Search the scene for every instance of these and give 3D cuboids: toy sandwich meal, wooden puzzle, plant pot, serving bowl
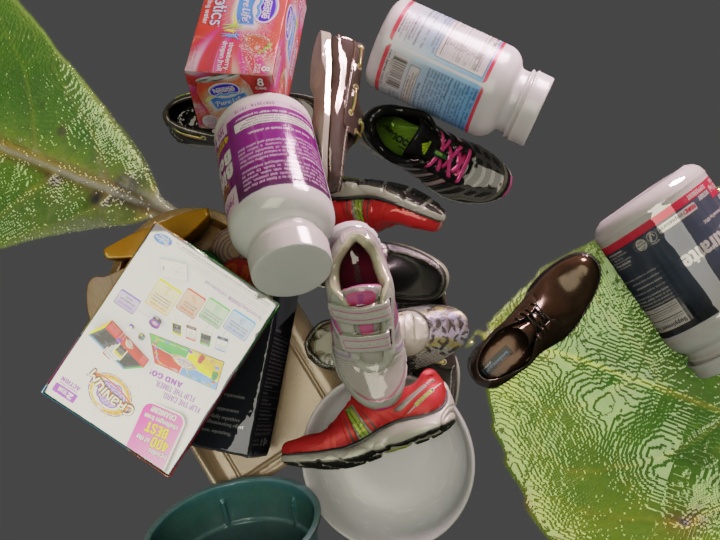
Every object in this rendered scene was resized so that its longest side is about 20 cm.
[{"bbox_3d":[-0.192,0.024,1.035,0.202,0.070,0.208,-1,81,6],"label":"toy sandwich meal"},{"bbox_3d":[-0.125,0.146,1.180,0.199,0.037,0.186,-33,86,0],"label":"wooden puzzle"},{"bbox_3d":[-0.123,0.368,1.089,0.197,0.201,0.199,-8,108,6],"label":"plant pot"},{"bbox_3d":[0.035,0.211,1.123,0.197,0.066,0.203,1,95,11],"label":"serving bowl"}]

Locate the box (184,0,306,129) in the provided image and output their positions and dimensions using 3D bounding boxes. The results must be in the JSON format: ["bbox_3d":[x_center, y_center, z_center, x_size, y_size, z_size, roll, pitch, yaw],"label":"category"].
[{"bbox_3d":[-0.125,-0.263,1.111,0.098,0.096,0.202,5,58,5],"label":"box"}]

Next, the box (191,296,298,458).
[{"bbox_3d":[-0.165,0.097,1.111,0.146,0.107,0.203,10,83,8],"label":"box"}]

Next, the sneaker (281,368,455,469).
[{"bbox_3d":[0.005,0.161,1.067,0.198,0.077,0.086,-19,71,7],"label":"sneaker"}]

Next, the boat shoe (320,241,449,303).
[{"bbox_3d":[0.000,0.000,1.093,0.197,0.068,0.073,14,102,4],"label":"boat shoe"}]

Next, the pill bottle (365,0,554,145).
[{"bbox_3d":[0.114,-0.222,1.121,0.198,0.109,0.110,26,92,5],"label":"pill bottle"}]

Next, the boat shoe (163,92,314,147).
[{"bbox_3d":[-0.132,-0.178,1.161,0.198,0.061,0.073,-2,86,6],"label":"boat shoe"}]

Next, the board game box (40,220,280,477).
[{"bbox_3d":[-0.196,0.077,0.978,0.152,0.040,0.201,33,82,-1],"label":"board game box"}]

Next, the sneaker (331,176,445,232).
[{"bbox_3d":[0.002,-0.063,1.149,0.197,0.077,0.086,10,102,16],"label":"sneaker"}]

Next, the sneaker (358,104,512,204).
[{"bbox_3d":[0.082,-0.135,1.133,0.198,0.087,0.074,28,92,5],"label":"sneaker"}]

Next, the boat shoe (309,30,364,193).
[{"bbox_3d":[-0.024,-0.177,1.110,0.059,0.072,0.203,7,66,-16],"label":"boat shoe"}]

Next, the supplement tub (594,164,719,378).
[{"bbox_3d":[0.364,0.000,1.075,0.140,0.140,0.201,-35,86,4],"label":"supplement tub"}]

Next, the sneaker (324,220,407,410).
[{"bbox_3d":[0.000,0.045,1.010,0.080,0.088,0.203,-14,86,0],"label":"sneaker"}]

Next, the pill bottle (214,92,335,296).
[{"bbox_3d":[-0.087,-0.077,1.012,0.111,0.113,0.202,-19,53,5],"label":"pill bottle"}]

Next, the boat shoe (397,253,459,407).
[{"bbox_3d":[0.075,0.081,1.144,0.071,0.061,0.204,-8,88,5],"label":"boat shoe"}]

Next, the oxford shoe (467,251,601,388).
[{"bbox_3d":[0.204,0.060,1.121,0.073,0.084,0.200,41,92,7],"label":"oxford shoe"}]

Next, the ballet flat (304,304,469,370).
[{"bbox_3d":[0.022,0.078,1.098,0.198,0.072,0.073,-10,88,26],"label":"ballet flat"}]
